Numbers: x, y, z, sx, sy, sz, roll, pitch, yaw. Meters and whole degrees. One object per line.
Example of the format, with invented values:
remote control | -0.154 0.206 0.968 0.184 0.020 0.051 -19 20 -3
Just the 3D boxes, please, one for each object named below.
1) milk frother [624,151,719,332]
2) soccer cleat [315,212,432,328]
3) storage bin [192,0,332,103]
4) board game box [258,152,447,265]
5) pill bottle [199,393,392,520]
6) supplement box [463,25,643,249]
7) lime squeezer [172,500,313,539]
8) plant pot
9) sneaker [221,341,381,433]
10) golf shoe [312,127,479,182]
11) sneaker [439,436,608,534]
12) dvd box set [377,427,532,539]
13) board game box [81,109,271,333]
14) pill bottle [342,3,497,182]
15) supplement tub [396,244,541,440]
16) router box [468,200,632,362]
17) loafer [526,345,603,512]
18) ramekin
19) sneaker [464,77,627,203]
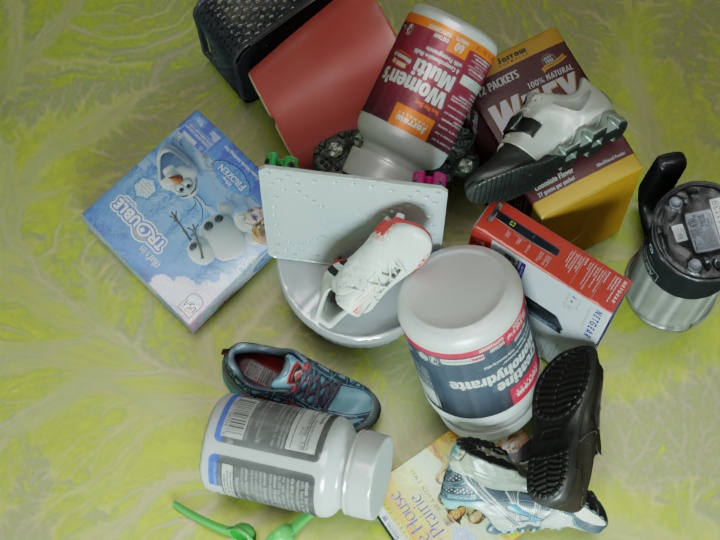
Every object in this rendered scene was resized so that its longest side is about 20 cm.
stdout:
milk frother | 0.420 -0.039 1.616 0.197 0.188 0.183 5 72 2
soccer cleat | 0.012 0.005 1.509 0.068 0.200 0.086 34 58 -17
storage bin | -0.099 -0.321 1.749 0.199 0.135 0.094 -36 72 -11
board game box | -0.007 -0.059 1.524 0.197 0.201 0.026 7 63 3
pill bottle | -0.070 0.211 1.563 0.198 0.114 0.115 11 71 14
supplement box | 0.214 -0.136 1.648 0.132 0.198 0.201 -26 71 -7
lime squeezer | -0.117 0.287 1.590 0.197 0.038 0.071 -5 70 0
plant pot | -0.028 -0.221 1.695 0.176 0.201 0.202 -28 72 1
sneaker | -0.073 0.137 1.611 0.198 0.096 0.080 17 72 7
golf shoe | 0.038 -0.125 1.633 0.197 0.088 0.078 -3 91 -12
sneaker | 0.179 0.256 1.556 0.198 0.078 0.087 23 107 -8
dvd box set | 0.122 0.258 1.600 0.199 0.029 0.147 -33 73 -10
board game box | -0.203 -0.062 1.710 0.200 0.043 0.199 43 78 14
pill bottle | 0.063 -0.180 1.534 0.109 0.110 0.202 27 93 10
supplement tub | 0.126 0.083 1.554 0.139 0.201 0.141 -10 47 11
router box | 0.202 0.023 1.590 0.179 0.201 0.049 33 67 12
loafer | 0.228 0.176 1.526 0.072 0.071 0.202 -9 50 39
ramekin | 0.000 0.000 1.659 0.200 0.094 0.205 0 70 1
sneaker | 0.184 -0.143 1.512 0.199 0.074 0.089 -28 72 -17
